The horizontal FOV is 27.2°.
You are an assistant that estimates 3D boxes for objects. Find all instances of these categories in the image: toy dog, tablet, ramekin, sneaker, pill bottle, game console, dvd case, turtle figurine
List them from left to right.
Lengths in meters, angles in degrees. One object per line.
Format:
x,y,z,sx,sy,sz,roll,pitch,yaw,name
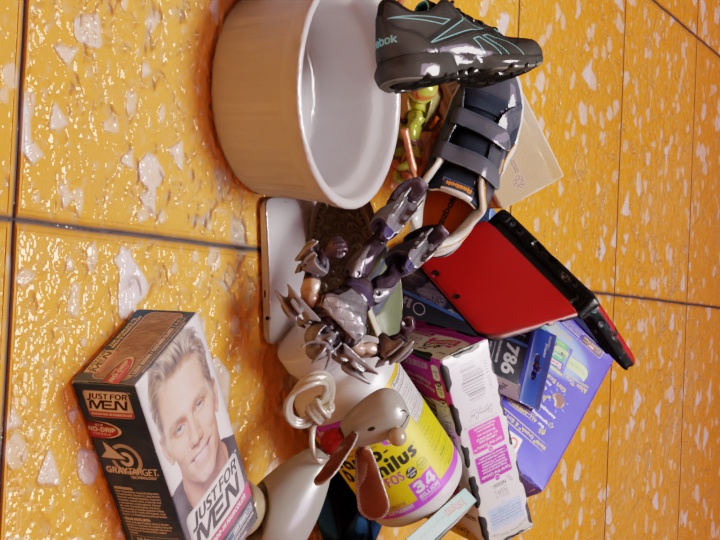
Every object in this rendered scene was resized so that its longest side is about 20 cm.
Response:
-0.048,-0.155,1.297,0.200,0.096,0.204,-5,95,-64,ramekin
-0.042,-0.009,1.415,0.199,0.013,0.132,-13,104,-63,tablet
-0.035,0.192,1.262,0.131,0.097,0.201,18,115,-45,toy dog
0.000,0.000,1.424,0.090,0.066,0.203,-56,141,-60,sneaker
0.006,0.133,1.370,0.201,0.103,0.105,56,40,-24,pill bottle
0.017,0.295,1.399,0.022,0.200,0.146,47,27,10,dvd case
0.049,-0.172,1.454,0.161,0.063,0.203,142,-54,-75,turtle figurine
0.092,-0.208,1.347,0.198,0.075,0.080,-8,83,-42,sneaker
0.104,-0.105,1.422,0.079,0.077,0.203,-39,149,-85,sneaker
0.165,0.035,1.544,0.118,0.200,0.173,-39,128,0,game console

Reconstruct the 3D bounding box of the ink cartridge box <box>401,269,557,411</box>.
0.121,0.064,1.580,0.039,0.198,0.100,131,-20,-57,ink cartridge box

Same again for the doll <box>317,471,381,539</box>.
-0.011,0.213,1.452,0.136,0.048,0.203,27,65,-53,doll

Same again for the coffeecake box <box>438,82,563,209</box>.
0.136,-0.148,1.558,0.155,0.072,0.200,63,1,-2,coffeecake box

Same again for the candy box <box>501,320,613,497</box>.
0.163,0.125,1.638,0.169,0.077,0.201,40,56,-6,candy box

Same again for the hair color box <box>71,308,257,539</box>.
-0.147,0.142,1.152,0.100,0.060,0.202,-54,137,-50,hair color box

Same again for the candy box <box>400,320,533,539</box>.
0.091,0.161,1.480,0.060,0.136,0.203,-22,105,-24,candy box

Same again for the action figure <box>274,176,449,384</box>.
0.004,0.010,1.300,0.131,0.069,0.201,52,51,-19,action figure

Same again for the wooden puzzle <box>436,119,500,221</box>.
0.120,-0.047,1.713,0.185,0.046,0.203,41,55,-58,wooden puzzle
